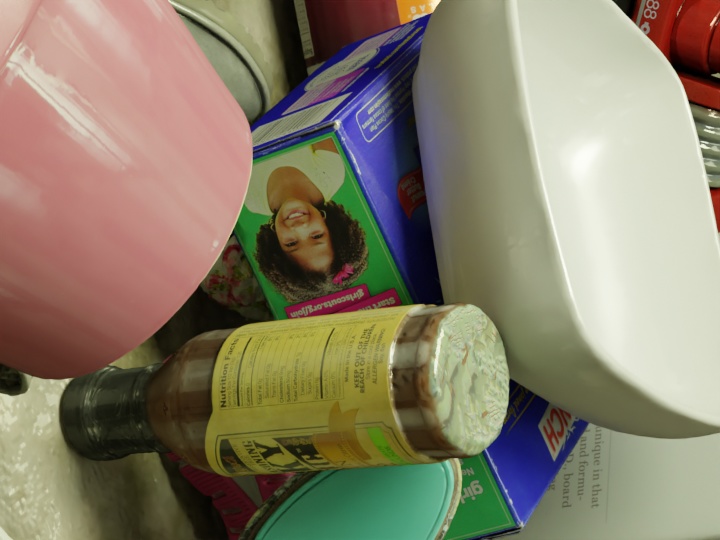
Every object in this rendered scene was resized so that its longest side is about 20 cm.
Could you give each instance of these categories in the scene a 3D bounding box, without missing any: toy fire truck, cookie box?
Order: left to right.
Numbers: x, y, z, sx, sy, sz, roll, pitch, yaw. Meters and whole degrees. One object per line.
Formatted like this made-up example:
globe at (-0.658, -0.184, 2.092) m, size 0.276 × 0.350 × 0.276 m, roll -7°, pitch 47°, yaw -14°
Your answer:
cookie box at (0.031, 0.003, 1.093) m, size 0.200 × 0.075 × 0.171 m, roll 65°, pitch 30°, yaw -13°
toy fire truck at (0.206, -0.080, 1.372) m, size 0.129 × 0.200 × 0.177 m, roll -7°, pitch 115°, yaw -58°

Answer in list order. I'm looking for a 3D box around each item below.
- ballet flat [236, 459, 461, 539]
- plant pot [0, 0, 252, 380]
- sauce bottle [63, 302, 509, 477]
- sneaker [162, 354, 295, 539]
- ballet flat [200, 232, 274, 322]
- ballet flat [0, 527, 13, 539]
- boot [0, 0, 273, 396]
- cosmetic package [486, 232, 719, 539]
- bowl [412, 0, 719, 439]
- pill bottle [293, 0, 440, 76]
ballet flat at (-0.034, 0.142, 1.022) m, size 0.200 × 0.072 × 0.072 m, roll -50°, pitch 138°, yaw 3°
plant pot at (-0.141, -0.060, 0.833) m, size 0.179 × 0.200 × 0.200 m, roll 40°, pitch 49°, yaw -34°
sauce bottle at (-0.035, 0.052, 0.987) m, size 0.065 × 0.200 × 0.065 m, roll 13°, pitch 74°, yaw -52°
sneaker at (-0.021, 0.112, 1.107) m, size 0.088 × 0.081 × 0.201 m, roll -37°, pitch 114°, yaw -53°
ballet flat at (0.000, 0.000, 1.170) m, size 0.064 × 0.076 × 0.200 m, roll 47°, pitch 27°, yaw 19°
ballet flat at (-0.138, 0.154, 0.939) m, size 0.069 × 0.069 × 0.200 m, roll -55°, pitch 132°, yaw -48°
boot at (-0.120, -0.040, 1.000) m, size 0.182 × 0.072 × 0.201 m, roll 32°, pitch 48°, yaw -34°
cosmetic package at (0.146, 0.096, 1.264) m, size 0.167 × 0.199 × 0.167 m, roll 36°, pitch 53°, yaw -49°
bowl at (0.090, -0.024, 1.048) m, size 0.200 × 0.074 × 0.200 m, roll 29°, pitch 47°, yaw -56°
pill bottle at (0.020, -0.144, 1.212) m, size 0.109 × 0.109 × 0.201 m, roll -13°, pitch 93°, yaw -58°
